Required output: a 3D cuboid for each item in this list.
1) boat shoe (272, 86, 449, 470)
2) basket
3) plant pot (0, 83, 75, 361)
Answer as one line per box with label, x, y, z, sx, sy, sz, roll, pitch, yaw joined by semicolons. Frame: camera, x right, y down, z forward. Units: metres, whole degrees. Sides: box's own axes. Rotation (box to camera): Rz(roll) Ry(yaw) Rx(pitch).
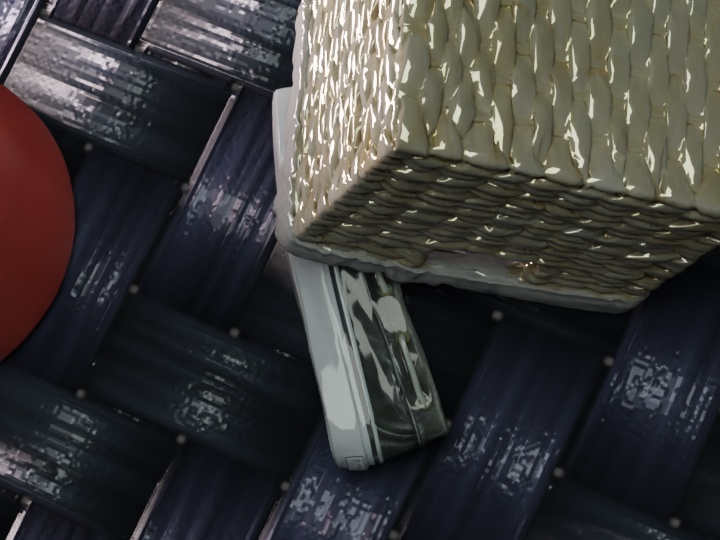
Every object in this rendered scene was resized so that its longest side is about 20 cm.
boat shoe;0.000;0.000;1.036;0.070;0.072;0.202;-12;81;-3
basket;0.078;-0.101;0.965;0.196;0.161;0.202;10;74;-15
plant pot;-0.265;-0.049;1.034;0.198;0.177;0.202;-3;72;9
